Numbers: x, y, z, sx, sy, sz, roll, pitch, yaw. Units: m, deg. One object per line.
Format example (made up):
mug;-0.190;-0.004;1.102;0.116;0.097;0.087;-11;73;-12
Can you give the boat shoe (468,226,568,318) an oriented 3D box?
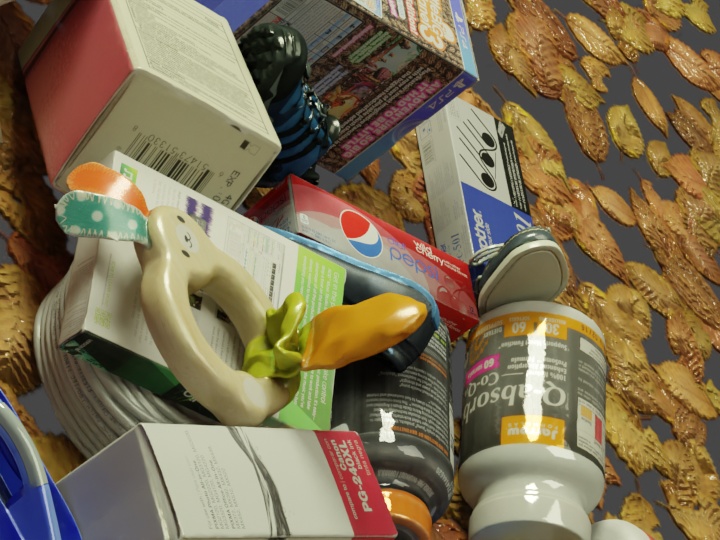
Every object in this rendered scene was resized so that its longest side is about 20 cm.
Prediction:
boat shoe;0.128;0.010;1.755;0.200;0.075;0.062;88;-5;-63

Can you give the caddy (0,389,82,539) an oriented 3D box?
caddy;-0.228;0.123;1.209;0.200;0.105;0.141;59;12;10

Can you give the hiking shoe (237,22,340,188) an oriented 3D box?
hiking shoe;-0.055;-0.126;1.617;0.087;0.200;0.075;2;66;-12

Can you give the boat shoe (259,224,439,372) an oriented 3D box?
boat shoe;-0.043;0.018;1.548;0.069;0.200;0.084;-62;150;-23

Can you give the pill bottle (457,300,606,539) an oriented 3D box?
pill bottle;0.137;0.134;1.690;0.116;0.116;0.200;31;47;-31

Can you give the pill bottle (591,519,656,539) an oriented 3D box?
pill bottle;0.244;0.287;1.693;0.200;0.112;0.113;35;36;-27

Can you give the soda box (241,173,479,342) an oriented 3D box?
soda box;0.000;0.000;1.693;0.200;0.070;0.064;26;39;-36

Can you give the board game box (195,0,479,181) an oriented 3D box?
board game box;-0.032;-0.187;1.747;0.200;0.159;0.097;27;40;-37

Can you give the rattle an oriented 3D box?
rattle;-0.080;-0.010;1.330;0.130;0.143;0.200;-30;90;-48

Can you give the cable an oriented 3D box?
cable;-0.131;0.068;1.461;0.200;0.069;0.200;56;33;6

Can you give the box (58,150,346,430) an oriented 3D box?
box;-0.101;0.025;1.422;0.200;0.036;0.145;27;51;-28

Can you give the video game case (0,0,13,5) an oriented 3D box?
video game case;-0.226;-0.234;1.552;0.018;0.143;0.200;65;24;-19

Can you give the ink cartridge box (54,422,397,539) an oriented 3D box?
ink cartridge box;-0.101;0.163;1.333;0.200;0.145;0.084;8;54;-49

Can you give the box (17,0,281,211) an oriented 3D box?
box;-0.155;-0.122;1.519;0.128;0.109;0.200;28;21;-30

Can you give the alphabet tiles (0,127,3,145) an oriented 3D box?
alphabet tiles;-0.325;-0.163;1.489;0.166;0.006;0.200;20;44;-42

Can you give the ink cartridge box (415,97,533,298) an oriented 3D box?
ink cartridge box;0.107;-0.061;1.915;0.094;0.044;0.200;25;42;-35

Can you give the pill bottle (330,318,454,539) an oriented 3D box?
pill bottle;0.016;0.122;1.562;0.106;0.106;0.200;34;37;-28
